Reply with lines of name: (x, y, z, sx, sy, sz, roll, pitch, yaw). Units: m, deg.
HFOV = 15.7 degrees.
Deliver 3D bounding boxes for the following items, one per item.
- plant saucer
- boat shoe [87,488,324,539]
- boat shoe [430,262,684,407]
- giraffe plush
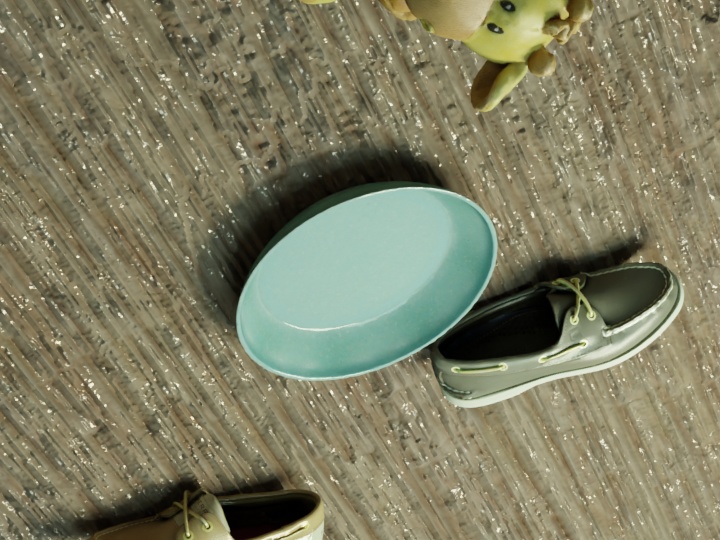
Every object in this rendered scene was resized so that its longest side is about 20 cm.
plant saucer: (0.000, 0.000, 1.872, 0.200, 0.036, 0.200, -15, 142, -12)
boat shoe: (-0.121, 0.202, 2.023, 0.200, 0.074, 0.066, -5, 125, -28)
boat shoe: (0.149, 0.042, 1.977, 0.202, 0.072, 0.060, -23, 148, 2)
giraffe plush: (0.065, -0.188, 1.581, 0.200, 0.162, 0.173, -10, 140, -19)
